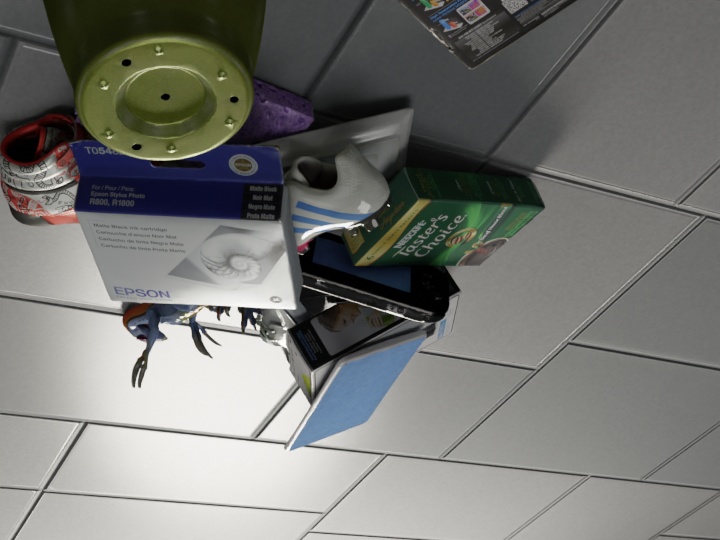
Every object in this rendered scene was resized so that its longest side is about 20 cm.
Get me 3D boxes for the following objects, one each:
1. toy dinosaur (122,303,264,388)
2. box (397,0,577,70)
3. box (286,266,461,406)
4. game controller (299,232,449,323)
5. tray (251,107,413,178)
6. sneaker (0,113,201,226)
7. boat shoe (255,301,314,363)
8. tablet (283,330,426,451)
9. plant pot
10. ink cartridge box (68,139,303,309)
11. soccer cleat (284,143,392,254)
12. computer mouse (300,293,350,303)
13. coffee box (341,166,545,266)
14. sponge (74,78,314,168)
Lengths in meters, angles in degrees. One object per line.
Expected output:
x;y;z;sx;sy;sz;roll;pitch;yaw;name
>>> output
-0.198;0.036;1.341;0.179;0.204;0.104;7;178;36;toy dinosaur
0.114;-0.280;0.983;0.198;0.050;0.198;-30;140;26;box
0.014;0.071;1.368;0.198;0.061;0.117;-26;156;-16;box
0.000;0.000;1.260;0.197;0.105;0.043;18;125;-6;game controller
-0.041;-0.102;1.178;0.197;0.022;0.108;-15;155;-11;tray
-0.242;-0.096;1.123;0.198;0.068;0.109;-4;147;-6;sneaker
-0.088;0.061;1.374;0.066;0.074;0.201;-33;144;-1;boat shoe
-0.009;0.141;1.382;0.129;0.014;0.201;-16;151;-35;tablet
-0.152;-0.197;0.896;0.197;0.195;0.202;-8;145;-5;plant pot
-0.159;-0.037;1.101;0.196;0.041;0.201;2;143;7;ink cartridge box
-0.058;-0.066;1.149;0.198;0.070;0.087;-21;116;37;soccer cleat
-0.061;0.018;1.273;0.197;0.035;0.058;0;170;-27;computer mouse
0.089;-0.052;1.261;0.198;0.044;0.123;1;146;-43;coffee box
-0.153;-0.148;1.110;0.198;0.030;0.111;18;136;-35;sponge
